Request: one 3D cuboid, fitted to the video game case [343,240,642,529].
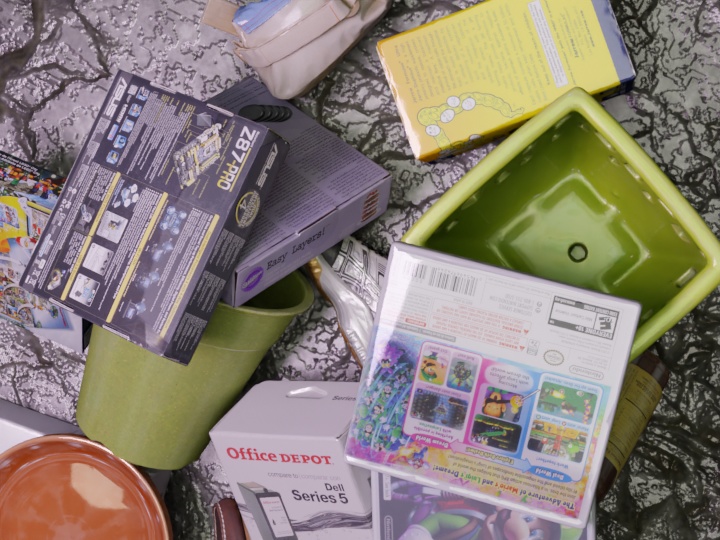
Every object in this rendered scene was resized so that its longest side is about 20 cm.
[{"bbox_3d":[0.100,0.088,1.163,0.199,0.024,0.183,14,99,11],"label":"video game case"}]

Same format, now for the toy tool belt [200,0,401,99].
[{"bbox_3d":[-0.038,-0.256,1.330,0.200,0.125,0.123,-44,93,7],"label":"toy tool belt"}]

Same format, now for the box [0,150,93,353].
[{"bbox_3d":[-0.304,-0.020,1.355,0.136,0.200,0.038,23,52,8],"label":"box"}]

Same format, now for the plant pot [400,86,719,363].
[{"bbox_3d":[0.176,-0.016,1.271,0.199,0.181,0.200,-41,85,8],"label":"plant pot"}]

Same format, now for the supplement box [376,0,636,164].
[{"bbox_3d":[0.129,-0.178,1.310,0.200,0.109,0.110,-20,88,10],"label":"supplement box"}]

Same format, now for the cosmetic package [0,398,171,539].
[{"bbox_3d":[-0.290,0.199,1.409,0.200,0.071,0.102,18,95,9],"label":"cosmetic package"}]

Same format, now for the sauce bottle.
[{"bbox_3d":[0.198,0.156,1.291,0.065,0.065,0.200,33,68,7],"label":"sauce bottle"}]

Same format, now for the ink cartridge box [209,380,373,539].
[{"bbox_3d":[-0.026,0.202,1.300,0.145,0.084,0.200,-3,118,36],"label":"ink cartridge box"}]

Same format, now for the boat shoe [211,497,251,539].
[{"bbox_3d":[-0.115,0.305,1.351,0.070,0.070,0.201,-9,72,-9],"label":"boat shoe"}]

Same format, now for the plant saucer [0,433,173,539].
[{"bbox_3d":[-0.265,0.247,1.355,0.200,0.032,0.201,1,94,9],"label":"plant saucer"}]

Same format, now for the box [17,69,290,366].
[{"bbox_3d":[-0.168,-0.046,1.205,0.161,0.049,0.200,22,86,29],"label":"box"}]

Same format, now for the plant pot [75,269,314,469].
[{"bbox_3d":[-0.169,0.070,1.340,0.200,0.200,0.190,26,107,8],"label":"plant pot"}]

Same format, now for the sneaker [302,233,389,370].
[{"bbox_3d":[0.000,0.000,1.364,0.088,0.076,0.200,-30,92,-5],"label":"sneaker"}]

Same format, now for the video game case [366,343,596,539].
[{"bbox_3d":[0.097,0.156,1.195,0.181,0.023,0.201,0,96,13],"label":"video game case"}]

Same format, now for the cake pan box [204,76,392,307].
[{"bbox_3d":[-0.104,-0.072,1.294,0.184,0.200,0.052,34,140,27],"label":"cake pan box"}]
